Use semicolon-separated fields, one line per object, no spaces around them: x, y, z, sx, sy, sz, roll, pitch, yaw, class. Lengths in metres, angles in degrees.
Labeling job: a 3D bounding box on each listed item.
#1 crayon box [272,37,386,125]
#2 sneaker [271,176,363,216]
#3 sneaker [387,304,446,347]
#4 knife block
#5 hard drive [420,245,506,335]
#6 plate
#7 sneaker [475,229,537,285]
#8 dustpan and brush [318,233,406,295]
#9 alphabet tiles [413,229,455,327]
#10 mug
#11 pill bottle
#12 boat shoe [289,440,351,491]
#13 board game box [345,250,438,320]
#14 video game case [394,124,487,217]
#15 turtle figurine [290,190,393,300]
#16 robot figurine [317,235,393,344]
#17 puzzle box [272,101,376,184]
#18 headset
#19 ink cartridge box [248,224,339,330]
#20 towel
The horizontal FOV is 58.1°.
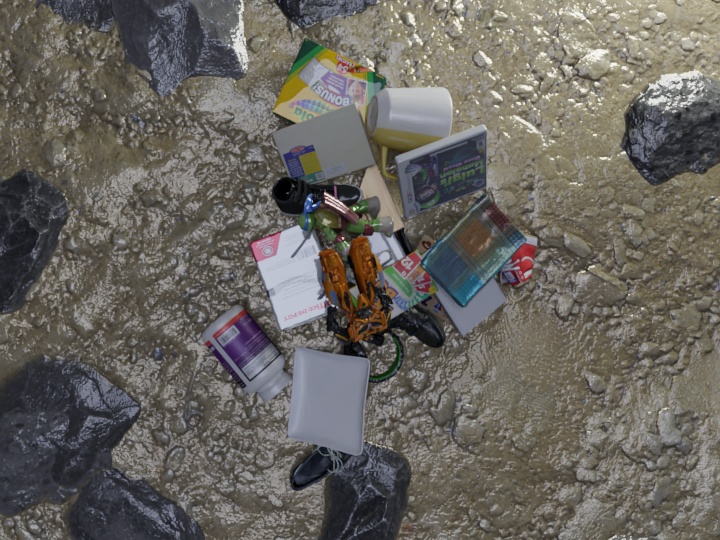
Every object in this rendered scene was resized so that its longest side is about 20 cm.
-0.067;-0.379;1.418;0.198;0.058;0.174;25;89;-2;crayon box
-0.097;-0.157;1.371;0.197;0.099;0.072;-3;76;15;sneaker
0.087;0.110;1.389;0.199;0.076;0.114;43;44;6;sneaker
0.063;-0.113;1.425;0.173;0.064;0.203;20;89;-4;knife block
0.220;0.023;1.421;0.131;0.025;0.201;-37;107;-9;hard drive
-0.064;0.276;1.395;0.197;0.032;0.203;4;87;32;plate
0.302;-0.029;1.404;0.198;0.071;0.114;7;86;-29;sneaker
0.000;0.000;1.364;0.198;0.057;0.141;-29;91;2;dustpan and brush
0.191;0.015;1.430;0.199;0.008;0.168;31;89;-20;alphabet tiles
0.096;-0.299;1.361;0.151;0.149;0.189;3;74;-17;mug
-0.239;0.180;1.387;0.112;0.112;0.201;-39;93;-2;pill bottle
-0.073;0.409;1.422;0.199;0.062;0.075;-33;91;-2;boat shoe
0.057;0.047;1.330;0.198;0.030;0.096;-30;91;-17;board game box
0.176;-0.207;1.382;0.198;0.183;0.024;-21;56;-3;video game case
-0.041;-0.071;1.319;0.192;0.144;0.203;-13;107;-24;turtle figurine
-0.008;0.046;1.243;0.143;0.058;0.203;-22;107;-18;robot figurine
-0.077;-0.264;1.386;0.197;0.025;0.135;-14;109;17;puzzle box
0.009;0.163;1.408;0.199;0.094;0.124;37;88;-14;headset
-0.138;0.011;1.405;0.143;0.083;0.203;-20;91;-3;ink cartridge box
0.234;-0.038;1.342;0.146;0.022;0.200;42;94;-18;towel
